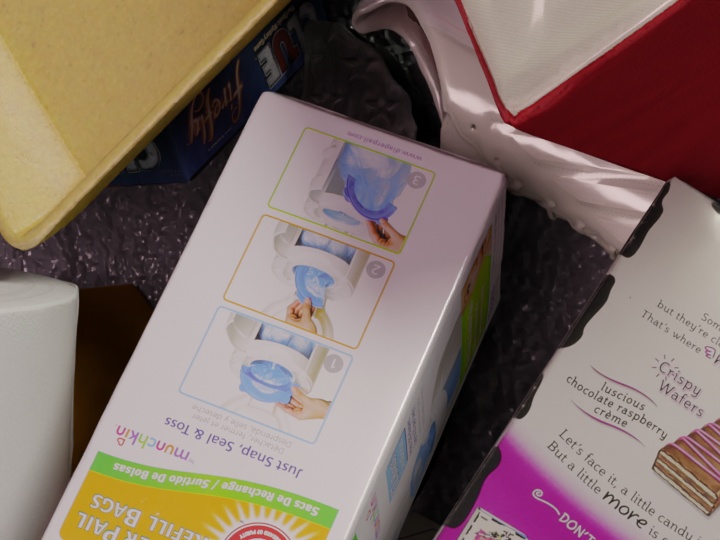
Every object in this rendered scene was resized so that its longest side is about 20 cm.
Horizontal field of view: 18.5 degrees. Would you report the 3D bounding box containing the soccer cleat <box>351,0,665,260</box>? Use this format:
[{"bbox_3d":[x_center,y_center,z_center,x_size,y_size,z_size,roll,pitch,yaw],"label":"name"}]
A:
[{"bbox_3d":[0.076,-0.049,0.887,0.077,0.069,0.200,-33,75,-14],"label":"soccer cleat"}]

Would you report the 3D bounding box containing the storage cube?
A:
[{"bbox_3d":[0.134,-0.146,0.779,0.171,0.180,0.201,-32,64,29],"label":"storage cube"}]

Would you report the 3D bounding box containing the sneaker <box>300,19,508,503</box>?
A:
[{"bbox_3d":[-0.001,0.000,0.951,0.104,0.060,0.201,17,95,16],"label":"sneaker"}]

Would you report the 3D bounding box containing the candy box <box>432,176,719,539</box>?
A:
[{"bbox_3d":[0.112,0.087,0.785,0.136,0.061,0.200,34,76,6],"label":"candy box"}]

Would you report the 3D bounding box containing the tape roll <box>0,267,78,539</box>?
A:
[{"bbox_3d":[-0.212,0.069,0.854,0.202,0.202,0.140,6,97,31],"label":"tape roll"}]

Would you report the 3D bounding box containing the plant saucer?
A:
[{"bbox_3d":[-0.099,-0.138,0.879,0.200,0.048,0.200,-43,61,18],"label":"plant saucer"}]

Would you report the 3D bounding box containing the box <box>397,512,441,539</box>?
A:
[{"bbox_3d":[0.056,0.195,0.896,0.200,0.128,0.109,24,105,28],"label":"box"}]

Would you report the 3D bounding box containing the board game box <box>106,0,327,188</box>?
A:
[{"bbox_3d":[-0.129,-0.082,0.988,0.199,0.136,0.035,-1,121,32],"label":"board game box"}]

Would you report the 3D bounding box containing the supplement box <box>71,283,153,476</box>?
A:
[{"bbox_3d":[-0.148,0.147,1.014,0.200,0.133,0.197,-47,70,25],"label":"supplement box"}]

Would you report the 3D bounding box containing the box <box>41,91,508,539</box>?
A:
[{"bbox_3d":[-0.027,0.054,0.833,0.101,0.113,0.200,20,66,11],"label":"box"}]
